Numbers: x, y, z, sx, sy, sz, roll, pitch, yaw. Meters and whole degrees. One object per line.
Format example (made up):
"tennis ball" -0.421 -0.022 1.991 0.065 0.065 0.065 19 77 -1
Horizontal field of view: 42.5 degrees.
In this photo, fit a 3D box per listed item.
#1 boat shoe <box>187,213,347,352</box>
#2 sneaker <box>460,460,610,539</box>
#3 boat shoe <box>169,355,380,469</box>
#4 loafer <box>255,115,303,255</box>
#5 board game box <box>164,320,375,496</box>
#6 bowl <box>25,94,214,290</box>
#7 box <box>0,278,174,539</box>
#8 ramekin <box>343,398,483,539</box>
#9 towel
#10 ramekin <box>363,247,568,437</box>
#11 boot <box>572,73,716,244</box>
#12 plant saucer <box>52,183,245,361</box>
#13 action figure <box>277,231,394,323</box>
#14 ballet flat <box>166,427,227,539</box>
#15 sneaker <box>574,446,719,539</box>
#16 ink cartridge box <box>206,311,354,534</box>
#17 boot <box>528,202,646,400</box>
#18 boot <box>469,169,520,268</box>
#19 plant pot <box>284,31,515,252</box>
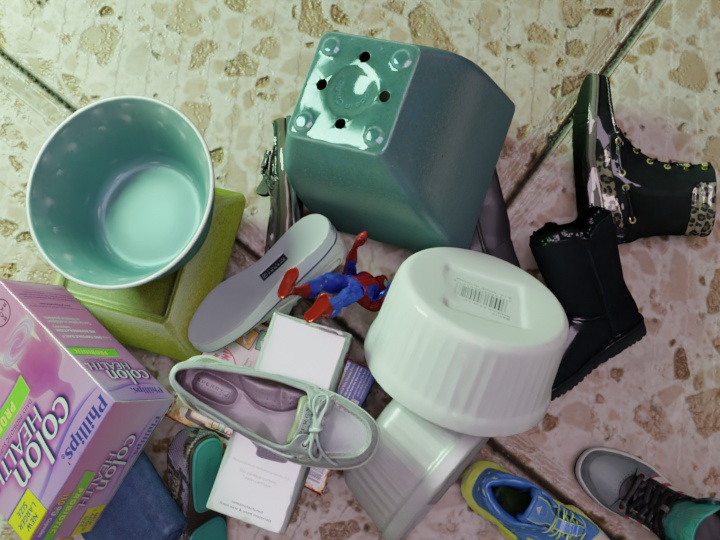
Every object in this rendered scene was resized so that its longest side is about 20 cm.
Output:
"boat shoe" -0.097 0.026 1.012 0.200 0.070 0.071 -43 47 -1
"sneaker" 0.200 0.282 1.014 0.199 0.105 0.076 29 82 2
"boat shoe" -0.078 0.130 0.848 0.200 0.065 0.075 23 83 3
"loafer" -0.096 -0.078 1.070 0.062 0.072 0.203 -6 85 3
"board game box" -0.098 0.140 1.050 0.198 0.046 0.153 27 82 1
"bowl" -0.233 -0.070 0.971 0.198 0.105 0.203 -2 78 9
"box" -0.323 0.140 0.951 0.200 0.096 0.177 39 101 23
"ramekin" 0.067 0.185 0.982 0.094 0.203 0.203 39 82 14
"towel" -0.269 0.229 0.997 0.112 0.048 0.200 -46 68 15
"ramekin" 0.110 0.062 0.926 0.198 0.201 0.099 18 119 0
"boot" 0.332 -0.130 1.090 0.152 0.073 0.206 -2 90 0
"plant saucer" -0.251 -0.019 1.041 0.197 0.048 0.202 13 80 11
"action figure" 0.000 0.000 0.968 0.065 0.200 0.099 41 104 17
"ballet flat" -0.183 0.264 1.018 0.071 0.072 0.203 2 103 -2
"sneaker" 0.335 0.265 1.015 0.199 0.121 0.084 31 82 2
"ink cartridge box" -0.077 0.151 0.952 0.083 0.145 0.202 18 83 3
"boot" 0.218 0.037 1.036 0.199 0.076 0.169 -30 108 -12
"boot" 0.093 -0.059 1.075 0.163 0.066 0.202 -12 84 -6
"plant pot" 0.027 -0.148 0.986 0.194 0.200 0.198 16 81 25
